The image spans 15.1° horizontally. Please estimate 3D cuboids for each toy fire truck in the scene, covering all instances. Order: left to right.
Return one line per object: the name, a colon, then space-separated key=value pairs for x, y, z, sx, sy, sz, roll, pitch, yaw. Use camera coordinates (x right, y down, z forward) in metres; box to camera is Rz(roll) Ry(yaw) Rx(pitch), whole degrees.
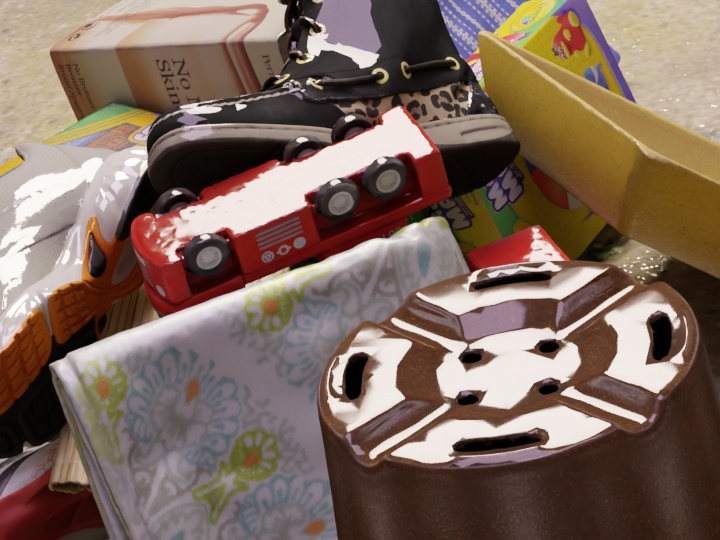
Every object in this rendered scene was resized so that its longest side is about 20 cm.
toy fire truck: x=0.000 y=0.000 z=1.285 sx=0.200 sy=0.141 sz=0.049 roll=-24 pitch=39 yaw=-11

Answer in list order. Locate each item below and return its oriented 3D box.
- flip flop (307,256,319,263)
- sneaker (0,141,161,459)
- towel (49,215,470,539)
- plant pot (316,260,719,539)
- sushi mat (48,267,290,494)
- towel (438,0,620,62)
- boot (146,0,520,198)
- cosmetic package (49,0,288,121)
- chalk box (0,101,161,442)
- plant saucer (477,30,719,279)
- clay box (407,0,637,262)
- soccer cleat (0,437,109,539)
flip flop: x=-0.015 y=-0.034 z=1.510 sx=0.081 sy=0.058 sz=0.200 roll=23 pitch=7 yaw=-28
sneaker: x=-0.165 y=0.011 z=1.275 sx=0.092 sy=0.076 sz=0.200 roll=11 pitch=41 yaw=19
towel: x=-0.021 y=0.086 z=1.208 sx=0.200 sy=0.171 sz=0.048 roll=-20 pitch=-4 yaw=-13
plant pot: x=0.076 y=0.116 z=1.072 sx=0.200 sy=0.198 sz=0.200 roll=-10 pitch=28 yaw=5
sushi mat: x=-0.087 y=0.035 z=1.305 sx=0.096 sy=0.012 sz=0.200 roll=6 pitch=45 yaw=2
towel: x=0.077 y=-0.120 z=1.589 sx=0.024 sy=0.145 sz=0.200 roll=-43 pitch=10 yaw=36
boot: x=-0.031 y=-0.107 z=1.341 sx=0.203 sy=0.073 sz=0.154 roll=-4 pitch=63 yaw=-32
cosmetic package: x=-0.067 y=-0.101 z=1.498 sx=0.200 sy=0.103 sz=0.087 roll=0 pitch=30 yaw=48
chalk box: x=-0.153 y=0.015 z=1.438 sx=0.200 sy=0.125 sz=0.124 roll=-32 pitch=34 yaw=-34
plant saucer: x=0.166 y=-0.039 z=1.392 sx=0.200 sy=0.048 sz=0.200 roll=22 pitch=12 yaw=-30
clay box: x=0.086 y=-0.058 z=1.472 sx=0.048 sy=0.115 sz=0.200 roll=-14 pitch=22 yaw=38
soccer cleat: x=-0.147 y=0.108 z=1.316 sx=0.200 sy=0.069 sz=0.085 roll=-30 pitch=23 yaw=-8
